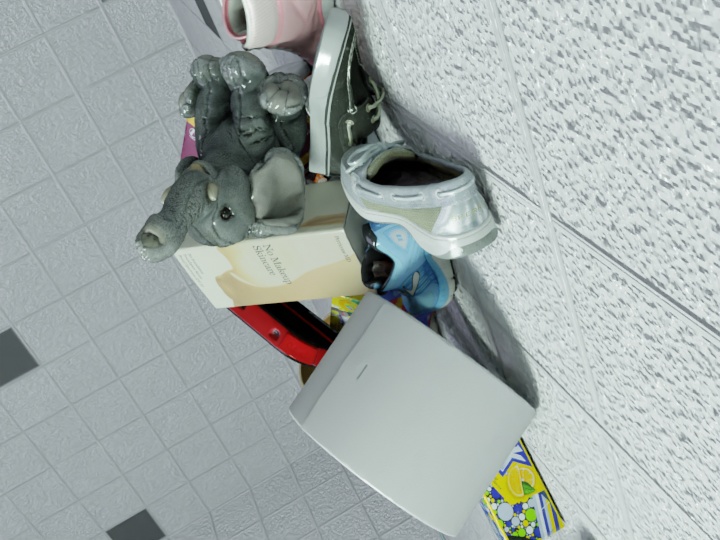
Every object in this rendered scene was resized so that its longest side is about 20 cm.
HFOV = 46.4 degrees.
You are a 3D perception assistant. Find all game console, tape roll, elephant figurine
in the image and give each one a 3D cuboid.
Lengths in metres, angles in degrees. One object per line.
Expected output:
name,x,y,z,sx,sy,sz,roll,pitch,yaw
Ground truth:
game console,-0.091,0.064,1.053,0.199,0.031,0.176,35,-174,32
tape roll,0.049,0.133,0.804,0.201,0.140,0.203,36,176,3
elephant figurine,-0.118,-0.078,0.752,0.141,0.153,0.204,-21,57,62

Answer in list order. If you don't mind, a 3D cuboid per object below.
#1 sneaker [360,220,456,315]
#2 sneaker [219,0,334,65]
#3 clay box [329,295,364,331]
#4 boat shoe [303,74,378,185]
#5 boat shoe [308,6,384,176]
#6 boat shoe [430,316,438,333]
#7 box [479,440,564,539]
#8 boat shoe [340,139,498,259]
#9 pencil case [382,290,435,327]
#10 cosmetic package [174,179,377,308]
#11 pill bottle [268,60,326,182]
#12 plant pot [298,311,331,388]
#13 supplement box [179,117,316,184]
sneaker,0.037,-0.011,0.822,0.079,0.089,0.201,57,172,30
sneaker,-0.076,-0.233,0.764,0.076,0.104,0.200,58,173,9
clay box,0.000,0.000,1.004,0.200,0.047,0.117,103,-177,-73
boat shoe,-0.016,-0.105,0.874,0.204,0.085,0.075,65,172,-19
boat shoe,-0.010,-0.153,0.750,0.201,0.063,0.072,97,-175,-64
boat shoe,0.058,0.085,1.064,0.076,0.071,0.203,-146,38,-74
box,0.146,0.209,0.941,0.202,0.069,0.064,63,172,-2
boat shoe,0.038,-0.073,0.679,0.202,0.074,0.066,44,155,57
pencil case,0.033,0.120,0.967,0.087,0.077,0.203,119,165,-71
cosmetic package,-0.081,-0.024,0.869,0.106,0.197,0.072,59,-146,-43
pill bottle,-0.077,-0.145,1.050,0.202,0.113,0.114,64,172,-21
plant pot,0.034,0.170,1.284,0.200,0.186,0.187,50,-179,-38
supplement box,-0.133,-0.101,0.967,0.130,0.103,0.201,36,139,10
